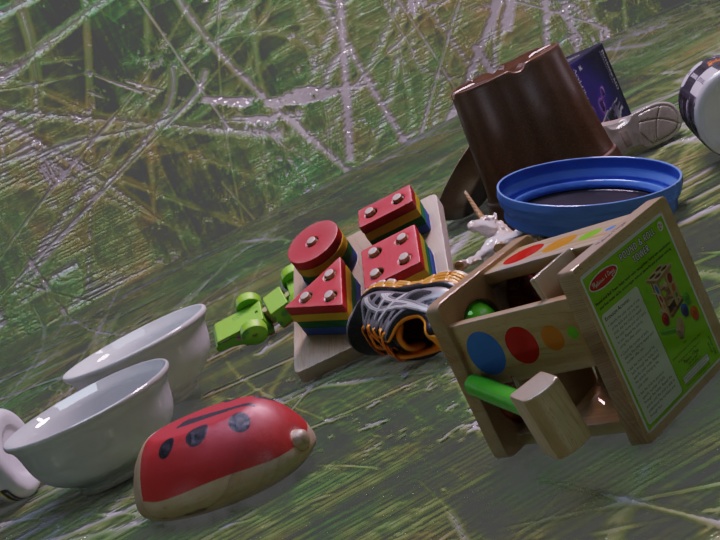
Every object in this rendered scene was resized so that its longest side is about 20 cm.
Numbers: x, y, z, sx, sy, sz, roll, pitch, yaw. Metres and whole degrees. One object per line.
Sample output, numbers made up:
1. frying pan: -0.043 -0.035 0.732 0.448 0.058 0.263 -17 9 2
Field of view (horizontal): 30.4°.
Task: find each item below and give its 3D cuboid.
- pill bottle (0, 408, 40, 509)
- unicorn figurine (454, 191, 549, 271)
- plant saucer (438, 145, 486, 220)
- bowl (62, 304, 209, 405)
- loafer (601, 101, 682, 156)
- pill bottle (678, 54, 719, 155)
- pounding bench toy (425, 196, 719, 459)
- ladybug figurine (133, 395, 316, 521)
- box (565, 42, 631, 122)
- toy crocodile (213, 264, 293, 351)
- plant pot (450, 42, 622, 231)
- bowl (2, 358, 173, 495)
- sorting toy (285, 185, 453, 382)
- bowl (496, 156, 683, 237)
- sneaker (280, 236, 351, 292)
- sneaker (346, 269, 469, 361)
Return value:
1. pill bottle: -0.491 0.251 1.578 0.198 0.113 0.112 -24 9 10
2. unicorn figurine: 0.166 -0.027 1.488 0.199 0.075 0.137 5 27 41
3. plant saucer: 0.182 -0.150 1.952 0.201 0.037 0.201 -51 -15 -18
4. bowl: -0.266 0.128 1.669 0.200 0.091 0.201 -26 9 4
5. loafer: 0.343 -0.174 1.819 0.198 0.073 0.063 -19 -3 3
6. pill bottle: 0.429 -0.196 1.548 0.105 0.107 0.200 -24 9 11
7. pounding bench toy: 0.123 0.060 0.905 0.155 0.125 0.199 -16 13 47
8. ladybug figurine: -0.128 0.164 1.189 0.199 0.072 0.136 -21 10 29
9. box: 0.308 -0.231 1.945 0.104 0.149 0.200 -19 12 36
10. toy crocodile: -0.113 0.054 1.812 0.199 0.062 0.068 -30 44 7
11. plant pot: 0.221 -0.167 1.672 0.199 0.200 0.200 -25 10 5
12. bowl: -0.282 0.183 1.450 0.200 0.091 0.201 -25 9 4
13. sorting toy: 0.000 0.000 1.489 0.197 0.070 0.201 -26 35 16
14. bowl: 0.246 -0.080 1.429 0.198 0.040 0.201 -6 18 2
15. sneaker: -0.021 -0.013 1.856 0.199 0.074 0.118 -24 3 -2
16. sneaker: 0.042 0.056 1.332 0.199 0.078 0.077 -24 25 53
